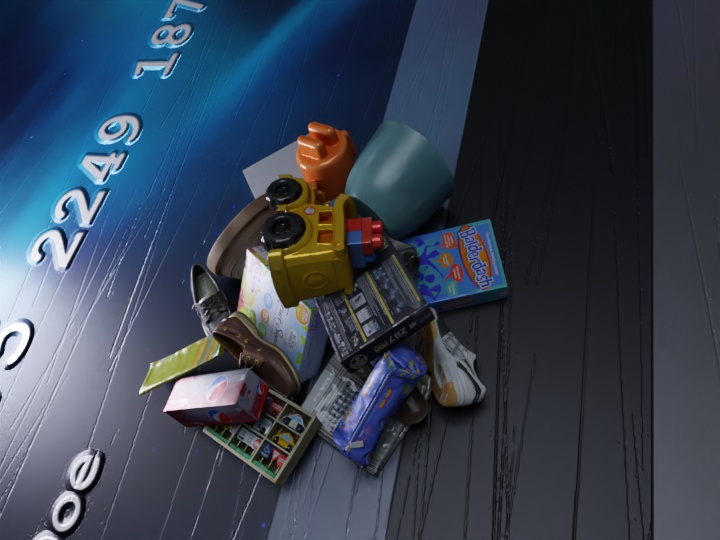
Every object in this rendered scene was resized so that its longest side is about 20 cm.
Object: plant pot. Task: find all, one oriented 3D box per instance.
[{"bbox_3d":[-0.206,-0.049,1.237,0.092,0.201,0.201,41,74,4],"label":"plant pot"},{"bbox_3d":[0.061,-0.157,1.209,0.198,0.202,0.162,33,73,30],"label":"plant pot"}]

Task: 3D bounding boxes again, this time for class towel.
[{"bbox_3d":[-0.333,0.169,1.172,0.195,0.018,0.087,-27,25,16],"label":"towel"},{"bbox_3d":[0.009,0.222,1.085,0.189,0.035,0.202,28,69,28],"label":"towel"}]

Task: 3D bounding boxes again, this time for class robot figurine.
[{"bbox_3d":[-0.063,-0.206,1.270,0.113,0.202,0.147,-13,51,11],"label":"robot figurine"}]

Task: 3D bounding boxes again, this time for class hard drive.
[{"bbox_3d":[-0.163,-0.228,1.417,0.196,0.027,0.134,-29,56,-3],"label":"hard drive"}]

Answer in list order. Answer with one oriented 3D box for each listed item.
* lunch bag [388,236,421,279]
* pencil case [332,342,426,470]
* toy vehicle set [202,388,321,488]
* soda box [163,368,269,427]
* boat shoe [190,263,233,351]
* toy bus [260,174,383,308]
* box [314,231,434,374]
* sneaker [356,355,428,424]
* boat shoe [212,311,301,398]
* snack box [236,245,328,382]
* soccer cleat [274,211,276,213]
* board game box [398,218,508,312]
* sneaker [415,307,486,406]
[{"bbox_3d":[0.000,0.000,1.148,0.197,0.141,0.168,24,64,43],"label":"lunch bag"},{"bbox_3d":[0.027,0.212,0.979,0.077,0.087,0.204,32,104,10],"label":"pencil case"},{"bbox_3d":[-0.176,0.275,1.086,0.196,0.027,0.126,19,66,36],"label":"toy vehicle set"},{"bbox_3d":[-0.256,0.228,1.092,0.195,0.064,0.072,-13,45,35],"label":"soda box"},{"bbox_3d":[-0.301,0.071,1.243,0.070,0.067,0.203,-28,56,-7],"label":"boat shoe"},{"bbox_3d":[-0.054,-0.060,0.985,0.185,0.138,0.204,-8,48,6],"label":"toy bus"},{"bbox_3d":[0.007,0.038,0.987,0.159,0.049,0.202,-34,48,5],"label":"box"},{"bbox_3d":[0.032,0.177,1.046,0.070,0.076,0.199,-43,61,-13],"label":"sneaker"},{"bbox_3d":[-0.188,0.160,1.105,0.199,0.073,0.067,41,42,20],"label":"boat shoe"},{"bbox_3d":[-0.143,0.077,1.134,0.067,0.173,0.198,-17,44,-43],"label":"snack box"},{"bbox_3d":[-0.121,-0.053,1.197,0.074,0.204,0.067,12,44,24],"label":"soccer cleat"},{"bbox_3d":[0.168,-0.003,1.174,0.193,0.045,0.156,-13,56,8],"label":"board game box"},{"bbox_3d":[0.156,0.152,1.077,0.085,0.077,0.204,5,43,-19],"label":"sneaker"}]
